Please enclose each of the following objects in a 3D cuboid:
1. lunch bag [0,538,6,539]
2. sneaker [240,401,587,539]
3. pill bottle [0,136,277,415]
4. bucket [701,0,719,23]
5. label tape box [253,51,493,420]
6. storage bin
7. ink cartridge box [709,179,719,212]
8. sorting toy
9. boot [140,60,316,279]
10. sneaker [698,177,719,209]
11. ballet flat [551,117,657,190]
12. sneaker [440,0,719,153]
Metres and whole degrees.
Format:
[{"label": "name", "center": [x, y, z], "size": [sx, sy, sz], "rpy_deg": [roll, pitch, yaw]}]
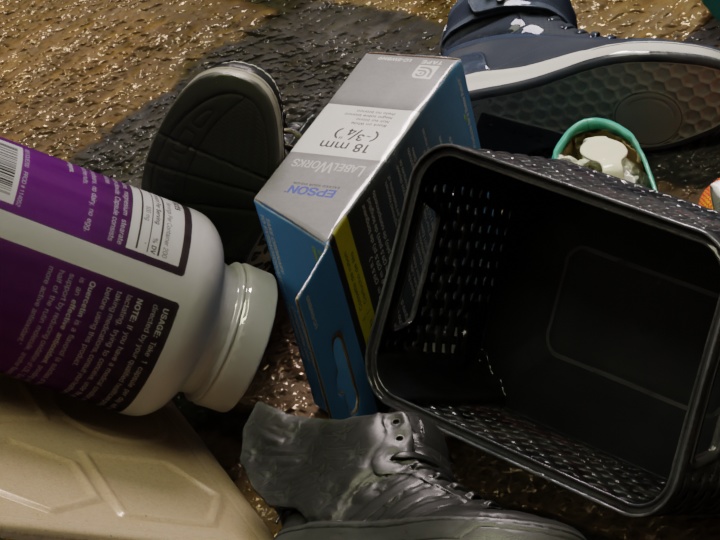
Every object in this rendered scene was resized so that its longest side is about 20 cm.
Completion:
[{"label": "lunch bag", "center": [-0.205, 0.161, 1.081], "size": [0.199, 0.076, 0.160], "rpy_deg": [-4, 30, -33]}, {"label": "sneaker", "center": [0.024, 0.105, 1.066], "size": [0.199, 0.060, 0.104], "rpy_deg": [-8, 45, 31]}, {"label": "pill bottle", "center": [-0.148, 0.005, 1.160], "size": [0.199, 0.113, 0.113], "rpy_deg": [21, 33, -18]}, {"label": "bucket", "center": [0.282, -0.215, 1.331], "size": [0.135, 0.208, 0.207], "rpy_deg": [-39, 41, -19]}, {"label": "label tape box", "center": [0.000, 0.000, 1.204], "size": [0.063, 0.145, 0.200], "rpy_deg": [8, 43, 28]}, {"label": "storage bin", "center": [0.113, 0.027, 1.109], "size": [0.200, 0.136, 0.094], "rpy_deg": [22, 12, 42]}, {"label": "ink cartridge box", "center": [0.299, 0.003, 1.129], "size": [0.175, 0.084, 0.200], "rpy_deg": [-23, 37, -10]}, {"label": "sorting toy", "center": [-0.149, 0.095, 1.139], "size": [0.200, 0.037, 0.185], "rpy_deg": [16, 17, -33]}, {"label": "boot", "center": [-0.063, -0.058, 1.271], "size": [0.073, 0.204, 0.154], "rpy_deg": [17, 40, 9]}, {"label": "sneaker", "center": [0.272, -0.073, 1.244], "size": [0.199, 0.077, 0.073], "rpy_deg": [-22, 34, -7]}, {"label": "ballet flat", "center": [0.137, -0.018, 1.234], "size": [0.067, 0.071, 0.200], "rpy_deg": [-15, 36, 3]}, {"label": "sneaker", "center": [0.139, -0.139, 1.386], "size": [0.202, 0.077, 0.146], "rpy_deg": [-4, 41, 20]}]
